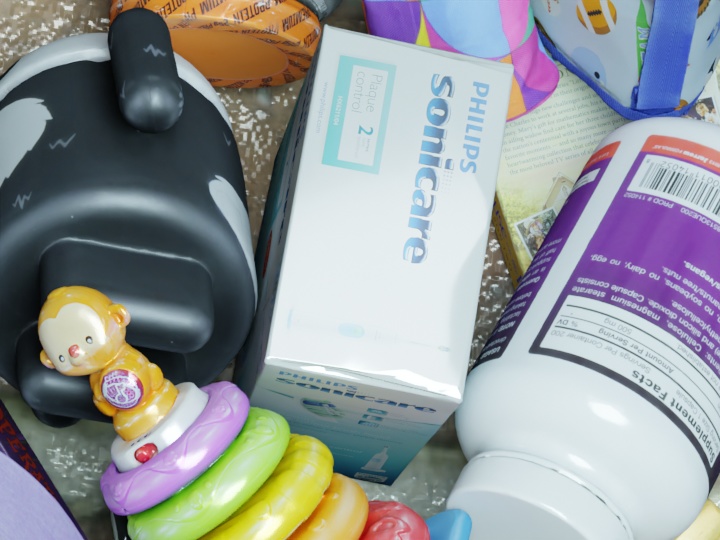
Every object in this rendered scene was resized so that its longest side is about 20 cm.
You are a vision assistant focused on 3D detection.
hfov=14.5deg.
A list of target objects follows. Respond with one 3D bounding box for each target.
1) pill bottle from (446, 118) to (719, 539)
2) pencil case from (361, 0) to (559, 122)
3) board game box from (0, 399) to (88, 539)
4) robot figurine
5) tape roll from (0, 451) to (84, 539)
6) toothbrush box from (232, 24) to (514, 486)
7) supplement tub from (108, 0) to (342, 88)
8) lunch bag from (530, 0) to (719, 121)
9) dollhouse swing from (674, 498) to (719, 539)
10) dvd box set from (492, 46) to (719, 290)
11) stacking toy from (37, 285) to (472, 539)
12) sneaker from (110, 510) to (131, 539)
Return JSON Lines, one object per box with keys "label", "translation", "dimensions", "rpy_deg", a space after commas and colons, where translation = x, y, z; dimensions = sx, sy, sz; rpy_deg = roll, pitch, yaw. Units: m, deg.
{"label": "pill bottle", "translation": [0.114, 0.039, 1.210], "dimensions": [0.112, 0.112, 0.200], "rpy_deg": [31, 61, 0]}
{"label": "pencil case", "translation": [0.032, -0.161, 1.246], "dimensions": [0.088, 0.088, 0.200], "rpy_deg": [-16, 114, -12]}
{"label": "board game box", "translation": [-0.153, 0.165, 1.211], "dimensions": [0.120, 0.032, 0.200], "rpy_deg": [-34, 83, 17]}
{"label": "robot figurine", "translation": [-0.111, -0.018, 1.212], "dimensions": [0.150, 0.200, 0.125], "rpy_deg": [-32, 124, 15]}
{"label": "tape roll", "translation": [-0.191, 0.160, 1.100], "dimensions": [0.200, 0.066, 0.200], "rpy_deg": [15, 64, -34]}
{"label": "toothbrush box", "translation": [0.000, 0.000, 1.216], "dimensions": [0.085, 0.200, 0.147], "rpy_deg": [11, 76, -6]}
{"label": "supplement tub", "translation": [-0.058, -0.192, 1.295], "dimensions": [0.122, 0.123, 0.200], "rpy_deg": [8, 75, -6]}
{"label": "lunch bag", "translation": [0.121, -0.189, 1.266], "dimensions": [0.124, 0.170, 0.200], "rpy_deg": [-8, 51, -8]}
{"label": "dollhouse swing", "translation": [0.129, 0.208, 1.208], "dimensions": [0.176, 0.182, 0.200], "rpy_deg": [-44, 85, 5]}
{"label": "dvd box set", "translation": [0.129, -0.048, 1.334], "dimensions": [0.146, 0.029, 0.200], "rpy_deg": [-16, 80, -12]}
{"label": "stacking toy", "translation": [-0.058, 0.084, 1.116], "dimensions": [0.200, 0.116, 0.110], "rpy_deg": [51, 29, -15]}
{"label": "sneaker", "translation": [-0.064, 0.167, 1.220], "dimensions": [0.074, 0.080, 0.200], "rpy_deg": [-26, 78, 13]}
